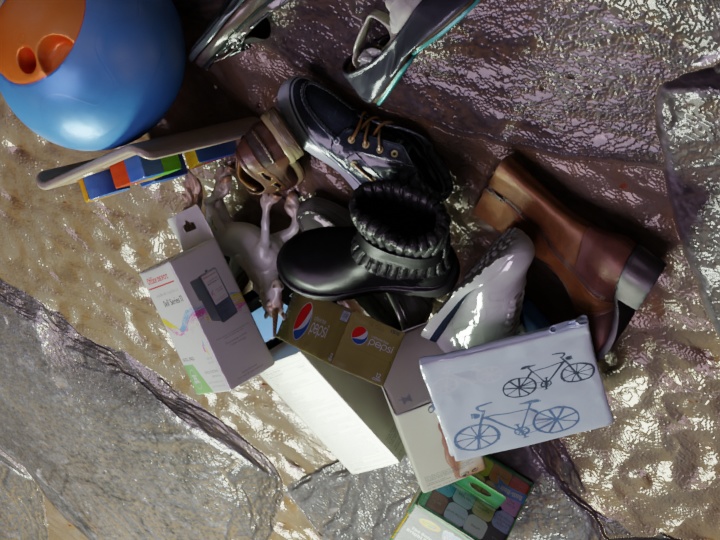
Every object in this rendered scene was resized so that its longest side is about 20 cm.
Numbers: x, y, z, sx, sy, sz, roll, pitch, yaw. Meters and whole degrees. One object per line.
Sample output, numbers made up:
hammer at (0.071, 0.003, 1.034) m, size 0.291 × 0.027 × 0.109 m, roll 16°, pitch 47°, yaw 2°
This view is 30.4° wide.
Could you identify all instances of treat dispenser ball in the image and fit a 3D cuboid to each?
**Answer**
treat dispenser ball at (-0.280, -0.226, 1.369) m, size 0.199 × 0.202 × 0.203 m, roll 19°, pitch 139°, yaw 18°

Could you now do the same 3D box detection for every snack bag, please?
snack bag at (0.162, 0.126, 1.395) m, size 0.186 × 0.022 × 0.201 m, roll -14°, pitch 138°, yaw 10°

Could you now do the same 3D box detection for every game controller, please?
game controller at (-0.126, 0.063, 1.610) m, size 0.199 × 0.043 × 0.104 m, roll -31°, pitch 150°, yaw 24°

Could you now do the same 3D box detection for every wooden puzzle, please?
wooden puzzle at (-0.230, -0.118, 1.458) m, size 0.198 × 0.184 × 0.047 m, roll -9°, pitch 99°, yaw 42°

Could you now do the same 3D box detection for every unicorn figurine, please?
unicorn figurine at (-0.127, -0.034, 1.521) m, size 0.199 × 0.073 × 0.139 m, roll 30°, pitch 112°, yaw 31°

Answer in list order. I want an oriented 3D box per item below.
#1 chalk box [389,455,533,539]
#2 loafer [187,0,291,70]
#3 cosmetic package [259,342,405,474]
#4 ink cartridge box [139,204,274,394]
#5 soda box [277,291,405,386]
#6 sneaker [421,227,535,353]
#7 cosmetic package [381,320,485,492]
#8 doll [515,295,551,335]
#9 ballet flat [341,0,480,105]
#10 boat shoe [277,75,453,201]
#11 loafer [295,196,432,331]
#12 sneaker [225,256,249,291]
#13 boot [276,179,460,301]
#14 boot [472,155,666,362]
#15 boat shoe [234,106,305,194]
chalk box at (0.129, 0.306, 1.676) m, size 0.124 × 0.124 × 0.201 m, roll 32°, pitch 140°, yaw 5°
loafer at (-0.108, -0.254, 1.326) m, size 0.063 × 0.072 × 0.200 m, roll 37°, pitch 139°, yaw -12°
cosmetic package at (-0.028, 0.160, 1.677) m, size 0.103 × 0.073 × 0.201 m, roll -21°, pitch 115°, yaw 46°
ink cartridge box at (-0.185, 0.036, 1.510) m, size 0.117 × 0.067 × 0.202 m, roll -16°, pitch 100°, yaw 63°
soda box at (-0.026, 0.071, 1.468) m, size 0.067 × 0.065 × 0.200 m, roll 24°, pitch 178°, yaw -22°
sneaker at (0.139, 0.031, 1.376) m, size 0.080 × 0.076 × 0.200 m, roll 40°, pitch 144°, yaw 4°
cosmetic package at (0.079, 0.160, 1.527) m, size 0.086 × 0.104 × 0.201 m, roll -21°, pitch 145°, yaw -1°
doll at (0.182, 0.076, 1.462) m, size 0.136 × 0.048 × 0.201 m, roll 10°, pitch 138°, yaw 58°
ballet flat at (0.041, -0.227, 1.247) m, size 0.073 × 0.073 × 0.200 m, roll 41°, pitch 143°, yaw -7°
boat shoe at (0.009, -0.136, 1.364) m, size 0.200 × 0.071 × 0.090 m, roll 44°, pitch 140°, yaw -22°
loafer at (0.000, 0.000, 1.499) m, size 0.200 × 0.070 × 0.070 m, roll 43°, pitch 140°, yaw -10°
sneaker at (-0.186, 0.012, 1.641) m, size 0.087 × 0.076 × 0.201 m, roll 35°, pitch 138°, yaw 7°
boot at (-0.001, -0.031, 1.359) m, size 0.208 × 0.081 × 0.158 m, roll -2°, pitch 161°, yaw 13°
boot at (0.195, -0.005, 1.364) m, size 0.199 × 0.069 × 0.189 m, roll 34°, pitch 153°, yaw 11°
boat shoe at (-0.103, -0.117, 1.399) m, size 0.072 × 0.067 × 0.200 m, roll 55°, pitch 174°, yaw 4°
